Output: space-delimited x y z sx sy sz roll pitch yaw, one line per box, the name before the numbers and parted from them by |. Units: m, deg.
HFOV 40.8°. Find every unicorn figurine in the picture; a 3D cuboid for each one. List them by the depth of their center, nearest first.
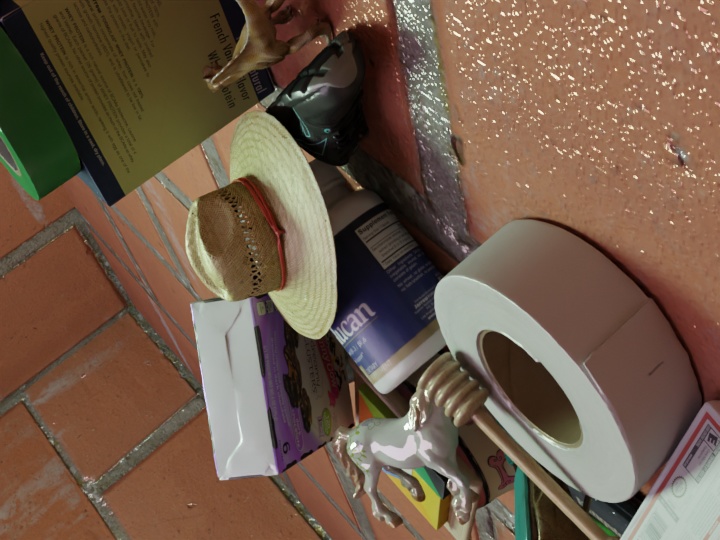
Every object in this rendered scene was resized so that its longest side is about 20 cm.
unicorn figurine | 0.054 0.152 0.852 0.139 0.197 0.074 65 -158 -13

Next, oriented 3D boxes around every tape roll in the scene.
tape roll | 0.143 0.065 0.693 0.203 0.070 0.203 47 162 20
tape roll | -0.319 -0.158 0.836 0.201 0.048 0.201 47 162 20

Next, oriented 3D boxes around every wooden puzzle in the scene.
wooden puzzle | 0.049 0.192 1.001 0.185 0.037 0.201 45 161 26

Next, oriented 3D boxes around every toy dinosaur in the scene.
toy dinosaur | -0.074 -0.177 0.741 0.059 0.101 0.200 53 163 -4

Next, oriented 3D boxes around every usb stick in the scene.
usb stick | 0.215 0.202 0.836 0.199 0.032 0.056 37 156 43

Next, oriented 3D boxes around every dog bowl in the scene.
dog bowl | 0.088 0.175 1.051 0.200 0.073 0.201 47 163 19

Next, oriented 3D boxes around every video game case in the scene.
video game case | 0.243 0.200 0.582 0.201 0.017 0.145 59 140 44

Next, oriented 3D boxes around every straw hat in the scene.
straw hat | -0.100 -0.024 0.814 0.201 0.084 0.204 42 142 44

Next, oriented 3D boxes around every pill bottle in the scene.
pill bottle | 0.000 0.000 0.875 0.201 0.110 0.111 51 163 6

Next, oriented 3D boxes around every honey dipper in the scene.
honey dipper | 0.124 0.143 0.727 0.200 0.038 0.038 44 161 18

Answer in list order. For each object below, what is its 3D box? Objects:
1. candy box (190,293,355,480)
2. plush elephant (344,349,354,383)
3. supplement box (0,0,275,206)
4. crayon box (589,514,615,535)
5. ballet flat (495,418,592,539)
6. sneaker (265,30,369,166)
candy box | -0.082 0.101 0.987 0.199 0.070 0.171 -13 -86 -69
plush elephant | -0.077 0.072 1.168 0.165 0.197 0.158 148 102 -80
supplement box | -0.217 -0.212 0.884 0.134 0.199 0.202 36 157 42
crayon box | 0.255 0.337 0.951 0.118 0.058 0.202 29 151 54
ballet flat | 0.155 0.154 0.799 0.202 0.071 0.069 -93 9 -48
sneaker | -0.020 -0.131 0.769 0.079 0.075 0.200 45 173 -9
